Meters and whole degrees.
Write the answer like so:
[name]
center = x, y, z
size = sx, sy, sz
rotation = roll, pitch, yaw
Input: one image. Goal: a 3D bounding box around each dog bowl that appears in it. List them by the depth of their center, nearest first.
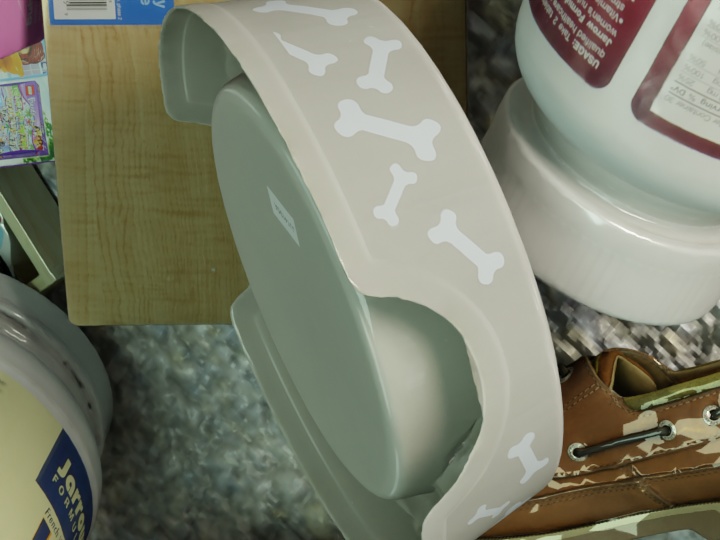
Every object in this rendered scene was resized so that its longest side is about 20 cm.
[dog bowl]
center = 0.000, 0.000, 0.738
size = 0.200, 0.058, 0.200
rotation = 59, 164, 29

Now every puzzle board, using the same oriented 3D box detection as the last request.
[puzzle board]
center = -0.036, -0.075, 0.815
size = 0.150, 0.017, 0.201
rotation = -1, 112, 3

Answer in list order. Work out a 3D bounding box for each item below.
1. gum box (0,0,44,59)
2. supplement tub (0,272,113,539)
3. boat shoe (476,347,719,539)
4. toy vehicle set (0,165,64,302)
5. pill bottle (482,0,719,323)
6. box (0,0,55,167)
[gum box]
center = -0.152, -0.167, 0.767
size = 0.066, 0.114, 0.201
rotation = 11, 110, 14
[supplement tub]
center = -0.185, 0.104, 0.881
size = 0.144, 0.200, 0.145
rotation = 9, 131, 11
[boat shoe]
center = 0.091, 0.058, 0.799
size = 0.199, 0.072, 0.068
rotation = -10, 98, 25
[toy vehicle set]
center = -0.210, -0.056, 0.961
size = 0.124, 0.026, 0.200
rotation = -34, 89, 36
[pill bottle]
center = 0.114, -0.089, 0.689
size = 0.109, 0.109, 0.200
rotation = 37, 123, 15
[box]
center = -0.120, -0.140, 0.850
size = 0.136, 0.039, 0.201
rotation = -4, 106, 20
